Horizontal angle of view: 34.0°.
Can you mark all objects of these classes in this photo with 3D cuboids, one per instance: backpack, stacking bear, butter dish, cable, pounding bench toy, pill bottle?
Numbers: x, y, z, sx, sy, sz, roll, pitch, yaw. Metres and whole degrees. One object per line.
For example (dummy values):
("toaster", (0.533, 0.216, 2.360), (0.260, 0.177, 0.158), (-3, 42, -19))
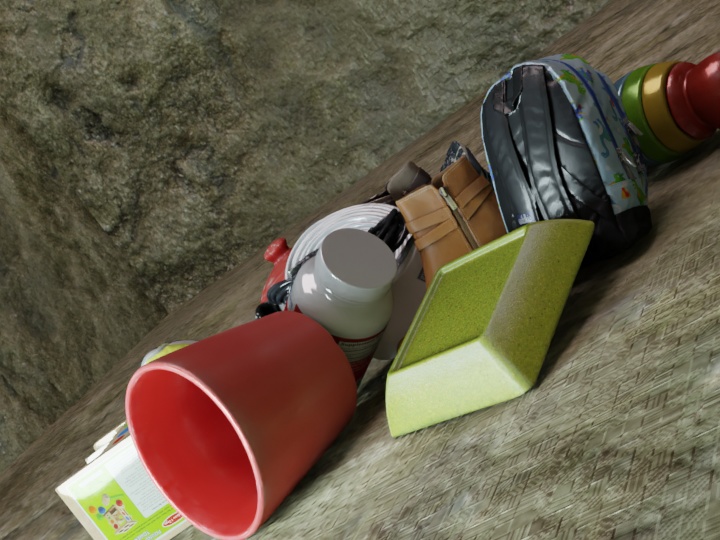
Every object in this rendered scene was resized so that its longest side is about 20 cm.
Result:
("backpack", (0.197, -0.111, 1.158), (0.153, 0.201, 0.163), (-32, 3, -37))
("stacking bear", (0.334, -0.169, 1.243), (0.121, 0.114, 0.199), (-43, 15, -36))
("butter dish", (-0.087, 0.011, 1.826), (0.200, 0.148, 0.200), (-46, 6, 15))
("cable", (-0.017, -0.009, 1.400), (0.199, 0.051, 0.163), (-32, -5, -15))
("pounding bench toy", (-0.227, 0.224, 1.400), (0.199, 0.125, 0.156), (-35, 8, 15))
("cable", (0.000, 0.000, 1.514), (0.200, 0.069, 0.200), (-45, 47, -9))
("pill bottle", (-0.029, 0.054, 1.279), (0.112, 0.112, 0.201), (-45, -16, -45))

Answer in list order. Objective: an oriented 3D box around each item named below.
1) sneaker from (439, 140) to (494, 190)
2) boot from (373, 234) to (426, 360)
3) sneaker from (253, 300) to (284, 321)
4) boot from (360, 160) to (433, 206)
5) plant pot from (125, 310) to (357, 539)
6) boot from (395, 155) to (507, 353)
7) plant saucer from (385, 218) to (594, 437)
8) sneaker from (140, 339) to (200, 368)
("sneaker", (0.140, -0.107, 1.445), (0.200, 0.085, 0.079), (105, 177, -87))
("boot", (0.065, 0.015, 1.391), (0.201, 0.072, 0.090), (-57, 4, -2))
("sneaker", (-0.090, 0.091, 1.485), (0.075, 0.116, 0.200), (-35, -6, -18))
("boot", (0.105, -0.086, 1.600), (0.199, 0.147, 0.070), (-37, 6, 2))
("plant pot", (-0.111, 0.142, 1.193), (0.177, 0.202, 0.200), (-34, 4, -41))
("boot", (0.082, -0.010, 1.249), (0.199, 0.155, 0.074), (-39, 9, -11))
("plant saucer", (0.105, 0.042, 1.079), (0.199, 0.048, 0.201), (-28, 28, 50))
("sneaker", (-0.165, 0.138, 1.398), (0.076, 0.198, 0.076), (-104, 31, -79))
